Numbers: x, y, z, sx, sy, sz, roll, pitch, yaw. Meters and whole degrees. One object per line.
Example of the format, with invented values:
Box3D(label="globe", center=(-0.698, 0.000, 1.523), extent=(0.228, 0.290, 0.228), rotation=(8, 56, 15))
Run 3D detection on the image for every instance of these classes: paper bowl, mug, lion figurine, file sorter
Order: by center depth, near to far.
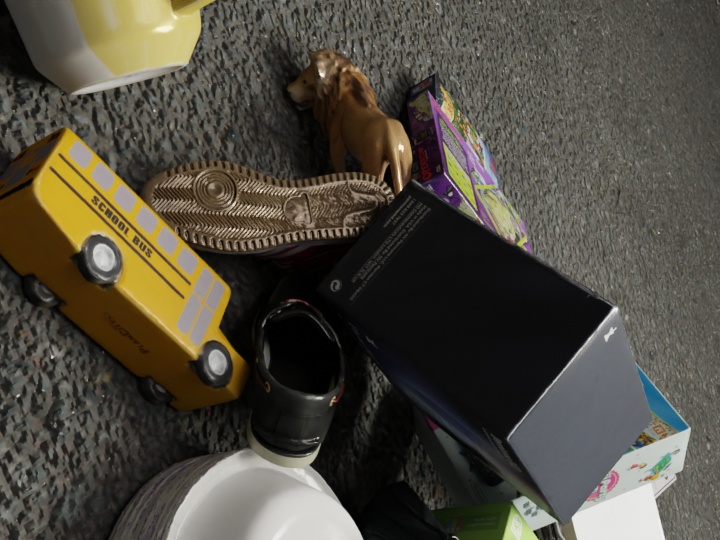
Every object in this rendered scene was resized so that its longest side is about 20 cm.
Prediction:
Box3D(label="mug", center=(-0.165, -0.201, 0.619), extent=(0.148, 0.186, 0.155), rotation=(-20, 102, -29))
Box3D(label="paper bowl", center=(-0.066, 0.219, 0.632), extent=(0.200, 0.104, 0.203), rotation=(27, 55, -48))
Box3D(label="lion figurine", center=(0.007, -0.114, 0.838), extent=(0.072, 0.200, 0.124), rotation=(-17, 123, -25))
Box3D(label="file sorter", center=(0.206, 0.248, 0.978), extent=(0.199, 0.124, 0.140), rotation=(-10, 85, -55))

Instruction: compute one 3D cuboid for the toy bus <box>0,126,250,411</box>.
Box3D(label="toy bus", center=(-0.152, 0.008, 0.634), extent=(0.200, 0.065, 0.079), rotation=(48, 40, -31))

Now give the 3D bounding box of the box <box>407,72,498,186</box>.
Box3D(label="box", center=(0.101, -0.102, 1.014), extent=(0.137, 0.037, 0.201), rotation=(50, 26, -30))

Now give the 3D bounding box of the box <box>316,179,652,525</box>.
Box3D(label="box", center=(0.099, 0.066, 0.738), extent=(0.123, 0.198, 0.200), rotation=(-49, 143, -9))

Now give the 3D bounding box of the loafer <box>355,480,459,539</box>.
Box3D(label="loafer", center=(0.044, 0.216, 0.681), extent=(0.070, 0.200, 0.068), rotation=(-37, 108, -9))

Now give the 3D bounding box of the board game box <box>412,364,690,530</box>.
Box3D(label="board game box", center=(0.165, 0.143, 0.861), extent=(0.148, 0.198, 0.065), rotation=(-122, -162, -46))

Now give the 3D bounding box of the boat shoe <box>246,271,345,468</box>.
Box3D(label="boat shoe", center=(-0.043, 0.055, 0.707), extent=(0.073, 0.064, 0.202), rotation=(15, 28, -8))

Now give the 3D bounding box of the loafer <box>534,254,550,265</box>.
Box3D(label="loafer", center=(0.190, 0.025, 1.041), extent=(0.200, 0.075, 0.070), rotation=(53, 11, 30))

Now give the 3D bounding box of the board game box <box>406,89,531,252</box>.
Box3D(label="board game box", center=(0.109, -0.061, 0.898), extent=(0.200, 0.032, 0.121), rotation=(46, 30, -38))

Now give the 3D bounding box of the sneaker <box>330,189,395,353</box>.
Box3D(label="sneaker", center=(0.000, 0.000, 0.856), extent=(0.088, 0.074, 0.200), rotation=(43, 47, -3))

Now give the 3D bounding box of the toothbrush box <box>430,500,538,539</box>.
Box3D(label="toothbrush box", center=(0.051, 0.286, 0.729), extent=(0.086, 0.145, 0.201), rotation=(56, 37, -24))

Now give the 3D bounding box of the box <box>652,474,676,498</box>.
Box3D(label="box", center=(0.325, 0.237, 1.205), extent=(0.199, 0.060, 0.118), rotation=(-11, 85, -56))

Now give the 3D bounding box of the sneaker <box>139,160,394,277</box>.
Box3D(label="sneaker", center=(-0.082, -0.035, 0.762), extent=(0.198, 0.112, 0.072), rotation=(0, 76, -23))
